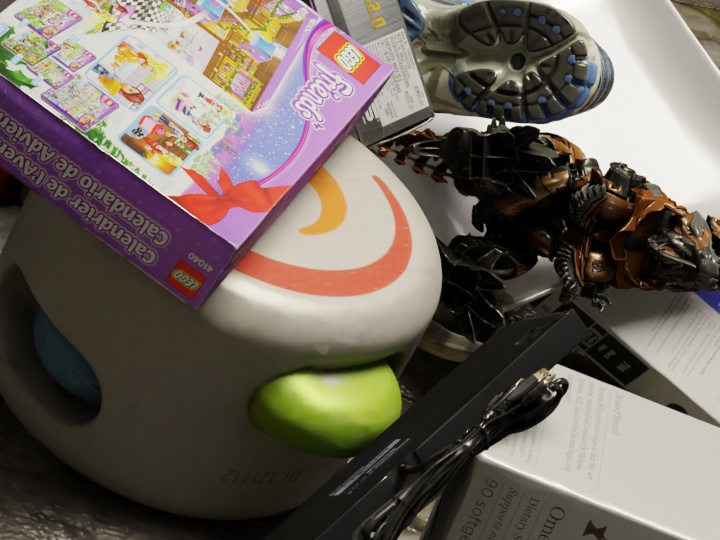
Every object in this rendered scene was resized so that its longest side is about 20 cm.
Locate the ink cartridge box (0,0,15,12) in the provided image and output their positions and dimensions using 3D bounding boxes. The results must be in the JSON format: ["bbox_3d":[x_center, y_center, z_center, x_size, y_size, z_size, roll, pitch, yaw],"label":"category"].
[{"bbox_3d":[-0.191,-0.181,1.434,0.146,0.200,0.084,31,26,21],"label":"ink cartridge box"}]

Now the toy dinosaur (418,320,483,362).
[{"bbox_3d":[0.000,0.000,1.342,0.047,0.088,0.200,-8,50,-36],"label":"toy dinosaur"}]

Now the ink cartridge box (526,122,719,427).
[{"bbox_3d":[0.166,0.021,1.420,0.200,0.039,0.099,41,56,-2],"label":"ink cartridge box"}]

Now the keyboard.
[{"bbox_3d":[0.016,0.083,1.051,0.021,0.200,0.127,51,-18,-8],"label":"keyboard"}]

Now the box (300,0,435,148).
[{"bbox_3d":[-0.055,-0.153,1.288,0.048,0.200,0.158,-25,12,-30],"label":"box"}]

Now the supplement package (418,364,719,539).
[{"bbox_3d":[0.127,0.136,1.129,0.200,0.117,0.117,21,23,0],"label":"supplement package"}]

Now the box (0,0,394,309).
[{"bbox_3d":[-0.079,-0.077,1.133,0.137,0.039,0.200,36,32,1],"label":"box"}]

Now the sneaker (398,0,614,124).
[{"bbox_3d":[0.038,-0.108,1.356,0.200,0.077,0.085,17,6,28],"label":"sneaker"}]

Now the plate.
[{"bbox_3d":[0.096,-0.074,1.396,0.200,0.032,0.200,-20,59,-19],"label":"plate"}]

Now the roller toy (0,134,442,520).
[{"bbox_3d":[-0.069,0.014,1.193,0.182,0.140,0.200,25,32,-6],"label":"roller toy"}]

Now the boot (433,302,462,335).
[{"bbox_3d":[0.068,-0.046,1.458,0.068,0.131,0.200,29,24,15],"label":"boot"}]

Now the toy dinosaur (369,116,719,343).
[{"bbox_3d":[0.082,-0.027,1.295,0.200,0.102,0.136,1,10,31],"label":"toy dinosaur"}]

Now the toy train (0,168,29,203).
[{"bbox_3d":[-0.186,-0.058,1.385,0.200,0.034,0.046,29,27,18],"label":"toy train"}]
